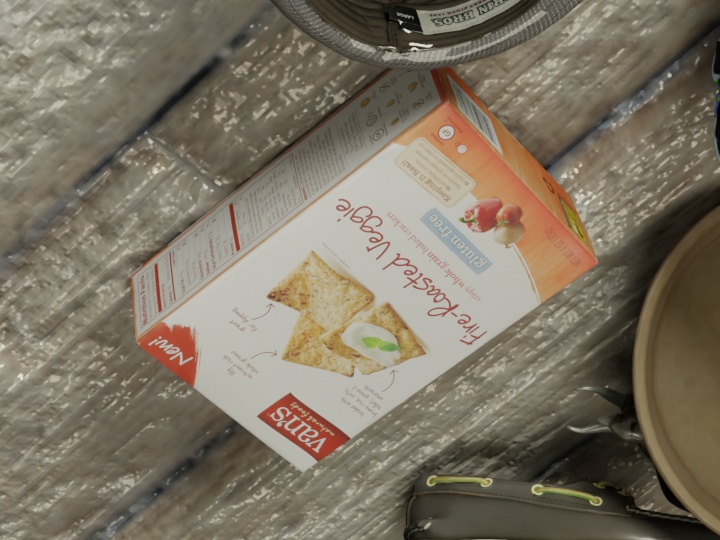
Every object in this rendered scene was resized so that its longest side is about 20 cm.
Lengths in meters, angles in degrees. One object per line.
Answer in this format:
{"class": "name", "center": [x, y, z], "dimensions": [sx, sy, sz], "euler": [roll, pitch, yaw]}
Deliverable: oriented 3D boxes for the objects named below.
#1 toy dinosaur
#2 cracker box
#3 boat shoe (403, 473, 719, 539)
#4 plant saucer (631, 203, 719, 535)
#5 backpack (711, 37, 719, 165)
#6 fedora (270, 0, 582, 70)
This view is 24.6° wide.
{"class": "toy dinosaur", "center": [0.206, 0.112, 0.962], "dimensions": [0.077, 0.102, 0.200], "euler": [-59, 143, -16]}
{"class": "cracker box", "center": [0.000, 0.000, 0.831], "dimensions": [0.199, 0.058, 0.134], "euler": [-36, 127, 18]}
{"class": "boat shoe", "center": [0.123, 0.147, 0.941], "dimensions": [0.198, 0.061, 0.072], "euler": [1, 150, 10]}
{"class": "plant saucer", "center": [0.237, 0.052, 0.880], "dimensions": [0.197, 0.029, 0.203], "euler": [0, 91, -7]}
{"class": "backpack", "center": [0.254, -0.073, 0.739], "dimensions": [0.198, 0.153, 0.166], "euler": [5, 99, 31]}
{"class": "fedora", "center": [0.032, -0.181, 0.668], "dimensions": [0.174, 0.091, 0.201], "euler": [1, 135, -11]}
